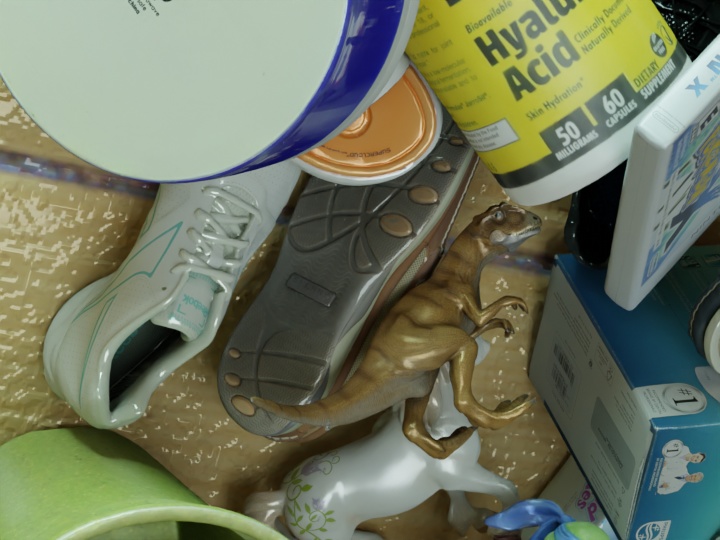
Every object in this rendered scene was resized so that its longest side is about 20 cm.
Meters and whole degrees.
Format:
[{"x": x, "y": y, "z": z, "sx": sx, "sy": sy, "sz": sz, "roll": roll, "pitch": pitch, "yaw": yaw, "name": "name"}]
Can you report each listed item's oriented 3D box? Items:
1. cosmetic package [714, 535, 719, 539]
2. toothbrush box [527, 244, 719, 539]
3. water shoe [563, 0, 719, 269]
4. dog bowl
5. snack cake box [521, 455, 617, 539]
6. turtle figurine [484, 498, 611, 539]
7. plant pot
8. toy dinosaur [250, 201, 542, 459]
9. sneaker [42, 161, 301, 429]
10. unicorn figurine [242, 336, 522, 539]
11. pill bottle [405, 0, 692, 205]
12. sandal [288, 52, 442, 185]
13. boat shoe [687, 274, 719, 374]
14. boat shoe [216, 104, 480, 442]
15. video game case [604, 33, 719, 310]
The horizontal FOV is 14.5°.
[{"x": 0.264, "y": 0.169, "z": 1.481, "sx": 0.199, "sy": 0.052, "sz": 0.151, "roll": 12, "pitch": 141, "yaw": -37, "name": "cosmetic package"}, {"x": 0.209, "y": 0.060, "z": 1.489, "sx": 0.199, "sy": 0.147, "sz": 0.086, "roll": -5, "pitch": 128, "yaw": -20, "name": "toothbrush box"}, {"x": 0.158, "y": -0.090, "z": 1.435, "sx": 0.071, "sy": 0.079, "sz": 0.201, "roll": 20, "pitch": 115, "yaw": 12, "name": "water shoe"}, {"x": -0.076, "y": -0.142, "z": 1.282, "sx": 0.199, "sy": 0.079, "sz": 0.202, "roll": 5, "pitch": 102, "yaw": 24, "name": "dog bowl"}, {"x": 0.182, "y": 0.180, "z": 1.577, "sx": 0.200, "sy": 0.067, "sz": 0.115, "roll": 36, "pitch": 95, "yaw": -29, "name": "snack cake box"}, {"x": 0.080, "y": 0.234, "z": 1.414, "sx": 0.143, "sy": 0.200, "sz": 0.194, "roll": 2, "pitch": 129, "yaw": -49, "name": "turtle figurine"}, {"x": -0.127, "y": 0.171, "z": 1.389, "sx": 0.199, "sy": 0.184, "sz": 0.202, "roll": -7, "pitch": 112, "yaw": -19, "name": "plant pot"}, {"x": 0.024, "y": 0.047, "z": 1.402, "sx": 0.200, "sy": 0.060, "sz": 0.106, "roll": -45, "pitch": 106, "yaw": -32, "name": "toy dinosaur"}, {"x": -0.080, "y": -0.005, "z": 1.400, "sx": 0.070, "sy": 0.080, "sz": 0.201, "roll": 30, "pitch": 96, "yaw": -26, "name": "sneaker"}, {"x": 0.025, "y": 0.101, "z": 1.483, "sx": 0.200, "sy": 0.074, "sz": 0.138, "roll": -36, "pitch": 122, "yaw": -8, "name": "unicorn figurine"}, {"x": 0.062, "y": -0.140, "z": 1.339, "sx": 0.111, "sy": 0.111, "sz": 0.200, "roll": -38, "pitch": 102, "yaw": -3, "name": "pill bottle"}, {"x": -0.046, "y": -0.117, "z": 1.344, "sx": 0.207, "sy": 0.059, "sz": 0.079, "roll": 44, "pitch": 93, "yaw": -11, "name": "sandal"}, {"x": 0.232, "y": -0.018, "z": 1.451, "sx": 0.200, "sy": 0.062, "sz": 0.075, "roll": -38, "pitch": 142, "yaw": -24, "name": "boat shoe"}, {"x": 0.000, "y": 0.000, "z": 1.444, "sx": 0.201, "sy": 0.076, "sz": 0.072, "roll": -55, "pitch": 150, "yaw": -4, "name": "boat shoe"}, {"x": 0.189, "y": -0.083, "z": 1.369, "sx": 0.182, "sy": 0.022, "sz": 0.200, "roll": -46, "pitch": 164, "yaw": -16, "name": "video game case"}]
